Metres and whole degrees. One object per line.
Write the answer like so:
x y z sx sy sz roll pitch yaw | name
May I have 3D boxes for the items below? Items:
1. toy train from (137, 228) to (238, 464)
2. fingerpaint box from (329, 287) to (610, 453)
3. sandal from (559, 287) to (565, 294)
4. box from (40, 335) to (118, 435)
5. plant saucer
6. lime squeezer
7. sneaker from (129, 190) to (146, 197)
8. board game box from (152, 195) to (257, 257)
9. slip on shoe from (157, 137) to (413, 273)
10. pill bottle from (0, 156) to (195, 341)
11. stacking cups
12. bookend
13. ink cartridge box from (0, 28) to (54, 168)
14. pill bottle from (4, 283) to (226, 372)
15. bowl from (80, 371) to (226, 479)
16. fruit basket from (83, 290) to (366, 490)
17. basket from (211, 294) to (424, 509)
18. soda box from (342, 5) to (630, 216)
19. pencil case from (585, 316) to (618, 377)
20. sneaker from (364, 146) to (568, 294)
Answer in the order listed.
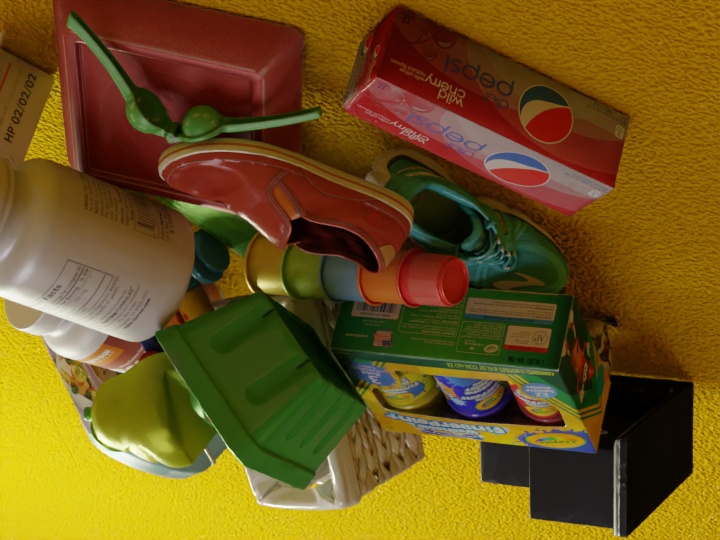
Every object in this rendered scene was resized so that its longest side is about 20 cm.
-0.136 0.066 1.719 0.116 0.085 0.201 -26 93 35 | toy train
0.095 0.082 1.628 0.199 0.074 0.167 5 153 21 | fingerpaint box
0.088 0.012 1.687 0.199 0.055 0.082 -6 108 25 | sandal
-0.286 0.063 1.899 0.039 0.041 0.201 -23 93 35 | box
-0.146 -0.121 1.498 0.199 0.037 0.200 12 139 8 | plant saucer
-0.130 -0.128 1.441 0.199 0.071 0.038 21 -163 0 | lime squeezer
-0.215 -0.060 1.714 0.075 0.089 0.200 -13 -175 -10 | sneaker
-0.099 -0.062 1.652 0.101 0.048 0.200 -9 145 45 | board game box
-0.060 -0.050 1.463 0.199 0.061 0.074 18 154 -1 | slip on shoe
-0.240 -0.025 1.518 0.200 0.115 0.114 22 157 -34 | pill bottle
0.000 0.000 1.569 0.199 0.061 0.061 5 154 36 | stacking cups
0.184 0.161 1.777 0.199 0.093 0.199 4 -167 27 | bookend
-0.322 -0.111 1.605 0.068 0.116 0.200 27 154 -24 | ink cartridge box
-0.231 0.039 1.832 0.200 0.113 0.112 19 160 -40 | pill bottle
-0.211 0.145 2.003 0.200 0.105 0.201 23 -173 -3 | bowl
-0.120 0.117 1.591 0.156 0.215 0.216 54 164 18 | fruit basket
-0.037 0.105 1.769 0.123 0.201 0.135 -21 -170 -40 | basket
0.092 -0.113 1.399 0.199 0.064 0.070 23 156 -16 | soda box
0.129 0.064 1.744 0.199 0.078 0.090 11 140 13 | pencil case
0.088 -0.024 1.546 0.200 0.078 0.080 29 -173 -27 | sneaker
